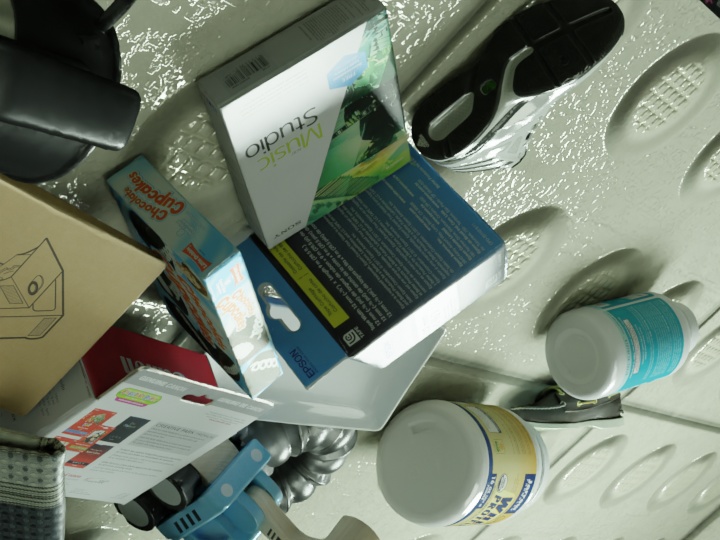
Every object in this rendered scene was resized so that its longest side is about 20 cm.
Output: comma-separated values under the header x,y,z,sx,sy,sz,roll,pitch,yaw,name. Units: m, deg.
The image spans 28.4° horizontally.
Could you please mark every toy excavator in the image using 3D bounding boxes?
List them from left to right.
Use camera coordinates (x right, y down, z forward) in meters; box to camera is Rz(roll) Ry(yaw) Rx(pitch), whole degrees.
x,y,z,sx,sy,sz,roll,pitch,yaw,name
-0.094,0.220,1.281,0.194,0.200,0.100,-37,-171,47,toy excavator

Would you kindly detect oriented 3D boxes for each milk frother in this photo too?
x,y,z,sx,sy,sz,roll,pitch,yaw,name
-0.203,-0.160,0.743,0.188,0.180,0.200,14,80,-57,milk frother

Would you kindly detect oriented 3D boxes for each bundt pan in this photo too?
x,y,z,sx,sy,sz,roll,pitch,yaw,name
-0.086,0.184,1.432,0.202,0.076,0.202,-28,151,-17,bundt pan

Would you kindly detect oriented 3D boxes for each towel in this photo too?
x,y,z,sx,sy,sz,roll,pitch,yaw,name
-0.319,0.172,1.061,0.200,0.035,0.193,10,134,-3,towel

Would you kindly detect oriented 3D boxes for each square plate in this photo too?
x,y,z,sx,sy,sz,roll,pitch,yaw,name
-0.047,0.081,1.276,0.198,0.028,0.200,8,144,-15,square plate

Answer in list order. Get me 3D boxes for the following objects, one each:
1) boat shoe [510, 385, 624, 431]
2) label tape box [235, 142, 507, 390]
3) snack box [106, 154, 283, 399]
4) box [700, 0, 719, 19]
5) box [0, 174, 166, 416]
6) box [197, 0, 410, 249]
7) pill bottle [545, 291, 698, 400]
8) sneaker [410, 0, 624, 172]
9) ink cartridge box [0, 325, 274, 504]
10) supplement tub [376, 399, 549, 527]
x,y,z,sx,sy,sz,roll,pitch,yaw,name
0.267,0.178,1.860,0.201,0.061,0.072,2,177,-40,boat shoe
0.000,0.000,1.172,0.200,0.143,0.066,-36,154,-11,label tape box
-0.122,0.010,1.078,0.037,0.116,0.200,-40,153,-15,snack box
0.385,-0.299,1.218,0.200,0.115,0.132,-22,148,-28,box
-0.256,0.009,0.963,0.163,0.021,0.200,-44,135,14,box
-0.036,-0.112,1.087,0.144,0.036,0.200,-33,153,-10,box
0.327,0.087,1.735,0.200,0.111,0.111,-10,142,-41,pill bottle
0.141,-0.155,1.212,0.200,0.076,0.115,-35,162,11,sneaker
-0.196,0.105,1.140,0.176,0.084,0.200,-33,155,16,ink cartridge box
0.126,0.228,1.673,0.144,0.144,0.200,-48,151,19,supplement tub
